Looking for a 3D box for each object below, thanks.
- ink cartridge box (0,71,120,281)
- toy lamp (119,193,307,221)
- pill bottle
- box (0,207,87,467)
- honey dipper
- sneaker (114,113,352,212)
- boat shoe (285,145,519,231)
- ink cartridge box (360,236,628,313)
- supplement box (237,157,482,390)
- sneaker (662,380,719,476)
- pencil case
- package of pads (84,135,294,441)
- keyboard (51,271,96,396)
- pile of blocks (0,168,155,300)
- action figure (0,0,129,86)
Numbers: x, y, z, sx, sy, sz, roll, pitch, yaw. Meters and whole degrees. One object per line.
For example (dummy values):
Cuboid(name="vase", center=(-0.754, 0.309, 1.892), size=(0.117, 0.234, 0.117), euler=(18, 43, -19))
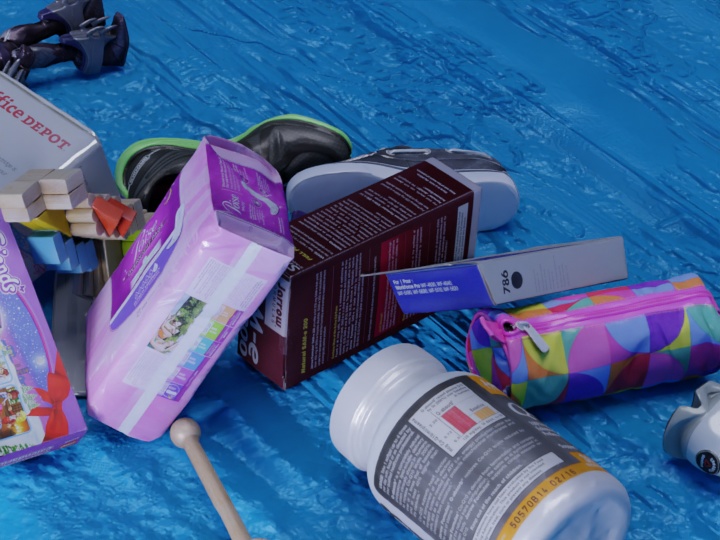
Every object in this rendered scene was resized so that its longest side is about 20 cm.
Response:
Cuboid(name="ink cartridge box", center=(-0.307, -0.048, 1.608), size=(0.145, 0.088, 0.200), euler=(33, 64, 33))
Cuboid(name="toy lamp", center=(-0.109, -0.029, 1.667), size=(0.200, 0.058, 0.058), euler=(9, 36, 0))
Cuboid(name="pill bottle", center=(0.077, 0.139, 1.412), size=(0.116, 0.116, 0.200), euler=(-24, 45, -33))
Cuboid(name="box", center=(-0.293, 0.048, 1.474), size=(0.137, 0.039, 0.200), euler=(-16, 76, -26))
Cuboid(name="honey dipper", center=(-0.092, 0.163, 1.429), size=(0.038, 0.038, 0.200), euler=(-10, 37, -19))
Cuboid(name="sneaker", center=(-0.102, -0.074, 1.731), size=(0.200, 0.077, 0.084), euler=(-12, 45, -5))
Cuboid(name="boat shoe", center=(0.031, -0.073, 1.734), size=(0.200, 0.072, 0.068), euler=(-3, 39, -15))
Cuboid(name="ink cartridge box", center=(0.104, 0.005, 1.585), size=(0.200, 0.039, 0.099), euler=(-8, 1, -43))
Cuboid(name="supplement box", center=(0.000, 0.000, 1.600), size=(0.200, 0.109, 0.061), euler=(-26, 45, -36))
Cuboid(name="sneaker", center=(0.319, 0.097, 1.537), size=(0.088, 0.074, 0.200), euler=(32, 54, 32))
Cuboid(name="pencil case", center=(0.178, 0.055, 1.567), size=(0.200, 0.088, 0.088), euler=(-10, 38, -20))
Cuboid(name="package of pads", center=(-0.128, 0.013, 1.495), size=(0.076, 0.200, 0.121), euler=(22, 31, -25))
Cuboid(name="keyboard", center=(-0.212, 0.033, 1.618), size=(0.056, 0.011, 0.200), euler=(4, 36, -9))
Cuboid(name="pile of blocks", center=(-0.189, -0.022, 1.550), size=(0.062, 0.082, 0.200), euler=(0, -11, 28))
Cuboid(name="action figure", center=(-0.314, -0.200, 1.877), size=(0.200, 0.069, 0.130), euler=(-24, 50, -29))
